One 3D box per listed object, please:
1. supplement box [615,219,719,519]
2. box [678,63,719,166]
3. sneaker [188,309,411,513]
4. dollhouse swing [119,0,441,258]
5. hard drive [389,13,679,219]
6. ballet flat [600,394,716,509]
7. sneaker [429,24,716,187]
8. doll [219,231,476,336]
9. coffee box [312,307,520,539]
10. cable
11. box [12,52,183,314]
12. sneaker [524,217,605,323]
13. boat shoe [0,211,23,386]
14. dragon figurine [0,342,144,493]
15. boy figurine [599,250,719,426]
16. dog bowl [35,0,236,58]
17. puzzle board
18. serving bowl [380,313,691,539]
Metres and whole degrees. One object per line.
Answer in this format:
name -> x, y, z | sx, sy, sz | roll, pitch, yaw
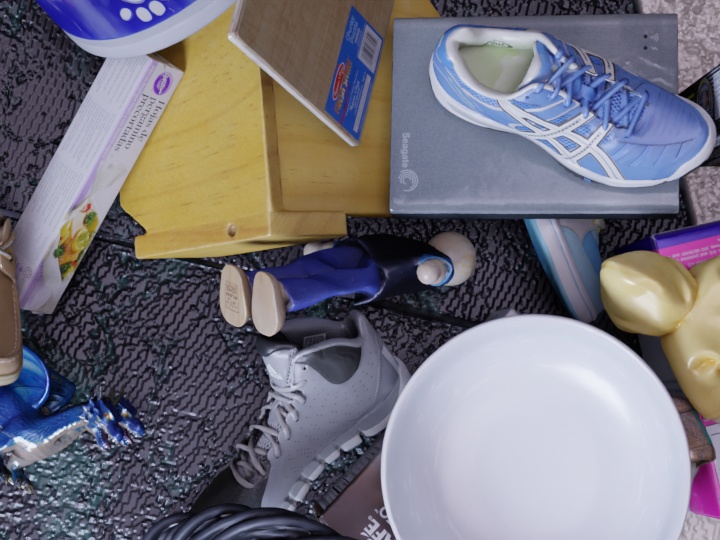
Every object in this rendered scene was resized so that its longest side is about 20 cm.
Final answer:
supplement box -> 0.263, 0.067, 1.106 | 0.102, 0.101, 0.202 | -12, 87, -6
box -> 0.306, -0.108, 1.075 | 0.159, 0.200, 0.045 | -1, 85, -4
sneaker -> -0.063, 0.099, 1.066 | 0.200, 0.075, 0.116 | -41, 130, -15
dollhouse swing -> -0.055, -0.116, 1.128 | 0.181, 0.175, 0.202 | -8, 85, 36
hard drive -> 0.120, -0.106, 1.074 | 0.198, 0.033, 0.141 | 0, 81, 8
ballet flat -> 0.173, 0.174, 1.064 | 0.067, 0.068, 0.201 | 50, 121, 29
sneaker -> 0.135, -0.109, 1.015 | 0.198, 0.077, 0.076 | 17, 83, 10
doll -> 0.000, 0.000, 1.080 | 0.199, 0.136, 0.049 | -12, 105, -35
coffee box -> 0.073, 0.138, 1.094 | 0.113, 0.080, 0.200 | 43, 83, -1
cable -> -0.057, 0.216, 1.039 | 0.199, 0.051, 0.164 | -16, 118, 23
box -> -0.193, -0.064, 1.078 | 0.041, 0.039, 0.201 | 34, 99, 31
sneaker -> 0.175, -0.072, 1.115 | 0.130, 0.080, 0.202 | -18, 88, 3
boat shoe -> -0.269, -0.015, 1.044 | 0.071, 0.065, 0.201 | 1, 52, -43
dragon figurine -> -0.238, 0.084, 1.075 | 0.200, 0.059, 0.100 | 35, 83, 28
boy figurine -> 0.247, 0.045, 1.024 | 0.199, 0.064, 0.125 | 19, 84, -2
dog bowl -> -0.144, -0.246, 1.050 | 0.200, 0.200, 0.079 | -50, 134, -7
puzzle board -> -0.023, -0.206, 1.038 | 0.017, 0.151, 0.202 | 0, 67, 33
serving bowl -> 0.115, 0.131, 1.015 | 0.198, 0.066, 0.202 | -1, 84, 9
